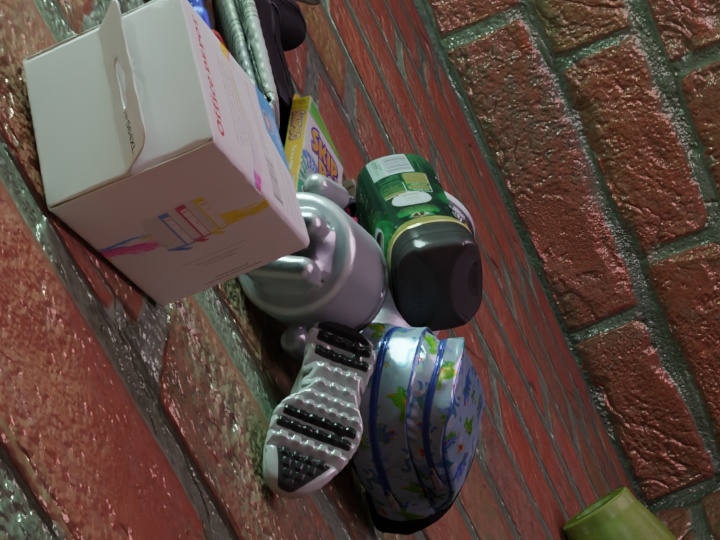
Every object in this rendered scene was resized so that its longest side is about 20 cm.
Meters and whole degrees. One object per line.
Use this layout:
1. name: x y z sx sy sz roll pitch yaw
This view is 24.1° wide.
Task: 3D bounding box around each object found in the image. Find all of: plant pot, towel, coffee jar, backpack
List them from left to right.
1. towel: -0.106 -0.188 1.608 0.193 0.034 0.201 93 -18 -64
2. backpack: 0.047 0.131 1.553 0.200 0.153 0.164 56 46 -41
3. coffee jar: 0.055 -0.027 1.613 0.200 0.085 0.105 -114 -163 -59
4. plant pot: 0.438 0.472 2.799 0.194 0.200 0.200 57 10 6

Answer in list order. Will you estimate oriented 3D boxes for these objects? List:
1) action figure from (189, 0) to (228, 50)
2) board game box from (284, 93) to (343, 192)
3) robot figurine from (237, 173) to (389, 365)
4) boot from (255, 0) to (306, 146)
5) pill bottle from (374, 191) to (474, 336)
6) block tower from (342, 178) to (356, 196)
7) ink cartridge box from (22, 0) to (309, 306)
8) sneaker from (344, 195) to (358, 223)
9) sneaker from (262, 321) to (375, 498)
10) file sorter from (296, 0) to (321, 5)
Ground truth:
1. action figure: -0.154 -0.207 1.494 0.099 0.065 0.201 45 24 -79
2. board game box: -0.049 -0.088 1.682 0.201 0.030 0.096 -88 158 -51
3. robot figurine: -0.041 -0.001 1.515 0.200 0.112 0.171 41 60 -68
4. boot: -0.090 -0.219 1.813 0.165 0.065 0.201 38 28 -54
5. pill bottle: 0.042 0.015 1.757 0.112 0.111 0.201 59 40 -39
6. block tower: 0.000 0.000 1.870 0.058 0.054 0.201 51 21 -60
7. ink cartridge box: -0.138 -0.086 1.172 0.200 0.125 0.129 49 21 -59
8. sneaker: -0.028 -0.059 1.794 0.200 0.074 0.081 -94 159 -60
9. sneaker: -0.038 0.129 1.399 0.075 0.081 0.200 26 34 -1
10. file sorter: -0.069 -0.414 1.880 0.201 0.138 0.125 -63 154 -18
